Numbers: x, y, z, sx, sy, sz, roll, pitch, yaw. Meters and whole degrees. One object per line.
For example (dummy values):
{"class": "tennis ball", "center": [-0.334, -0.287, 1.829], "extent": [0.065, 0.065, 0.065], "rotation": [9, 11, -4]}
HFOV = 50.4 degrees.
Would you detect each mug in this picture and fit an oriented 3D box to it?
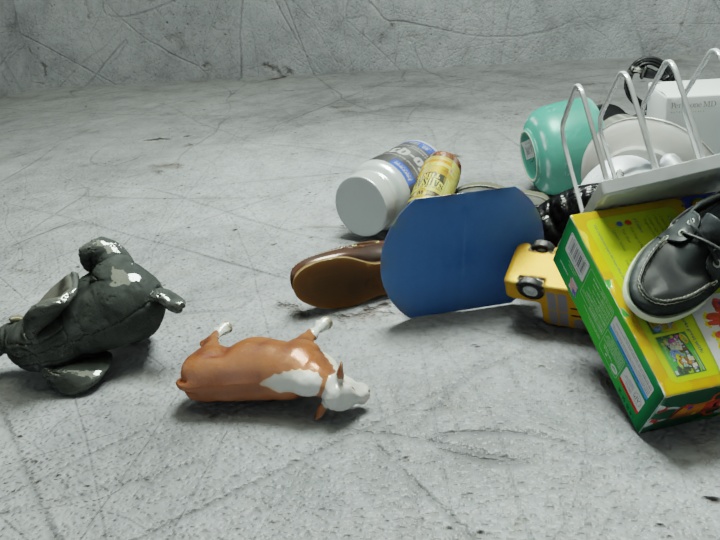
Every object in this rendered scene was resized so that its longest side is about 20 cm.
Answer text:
{"class": "mug", "center": [0.338, -0.194, 1.306], "extent": [0.112, 0.187, 0.153], "rotation": [-12, 46, -3]}

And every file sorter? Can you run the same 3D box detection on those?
{"class": "file sorter", "center": [0.313, -0.135, 0.775], "extent": [0.196, 0.127, 0.139], "rotation": [-13, -14, 4]}

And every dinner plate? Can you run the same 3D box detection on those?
{"class": "dinner plate", "center": [0.372, -0.102, 0.990], "extent": [0.198, 0.203, 0.024], "rotation": [15, 43, 40]}

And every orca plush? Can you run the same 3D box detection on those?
{"class": "orca plush", "center": [0.226, -0.045, 0.909], "extent": [0.070, 0.107, 0.199], "rotation": [6, -22, -37]}

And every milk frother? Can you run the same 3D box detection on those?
{"class": "milk frother", "center": [0.492, -0.261, 1.341], "extent": [0.177, 0.204, 0.189], "rotation": [-3, 22, -6]}

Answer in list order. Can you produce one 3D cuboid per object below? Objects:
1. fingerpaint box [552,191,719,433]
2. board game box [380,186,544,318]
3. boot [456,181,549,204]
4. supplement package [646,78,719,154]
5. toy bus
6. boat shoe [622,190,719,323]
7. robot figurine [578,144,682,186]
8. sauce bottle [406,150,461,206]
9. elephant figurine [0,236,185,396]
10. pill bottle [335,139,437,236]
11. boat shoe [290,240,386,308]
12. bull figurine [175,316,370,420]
{"class": "fingerpaint box", "center": [0.300, 0.033, 0.721], "extent": [0.164, 0.074, 0.202], "rotation": [-10, 54, -11]}
{"class": "board game box", "center": [0.116, -0.029, 0.901], "extent": [0.196, 0.160, 0.039], "rotation": [-8, 33, -8]}
{"class": "boot", "center": [0.199, -0.063, 1.111], "extent": [0.178, 0.074, 0.201], "rotation": [0, 29, 16]}
{"class": "supplement package", "center": [0.479, -0.163, 1.101], "extent": [0.119, 0.204, 0.120], "rotation": [-1, 22, 10]}
{"class": "toy bus", "center": [0.263, 0.023, 0.842], "extent": [0.197, 0.079, 0.066], "rotation": [8, 52, 29]}
{"class": "boat shoe", "center": [0.311, -0.027, 0.678], "extent": [0.197, 0.067, 0.075], "rotation": [-27, 62, -22]}
{"class": "robot figurine", "center": [0.336, -0.057, 0.924], "extent": [0.112, 0.170, 0.202], "rotation": [3, 47, -44]}
{"class": "sauce bottle", "center": [0.102, -0.096, 1.135], "extent": [0.065, 0.067, 0.202], "rotation": [3, 44, 19]}
{"class": "elephant figurine", "center": [-0.321, 0.068, 0.843], "extent": [0.142, 0.156, 0.199], "rotation": [48, 54, 8]}
{"class": "pill bottle", "center": [0.050, -0.133, 1.231], "extent": [0.112, 0.116, 0.199], "rotation": [9, 26, 30]}
{"class": "boat shoe", "center": [0.000, 0.000, 0.982], "extent": [0.196, 0.072, 0.070], "rotation": [-5, 27, -22]}
{"class": "bull figurine", "center": [-0.084, 0.096, 0.774], "extent": [0.196, 0.066, 0.122], "rotation": [1, 19, 9]}
